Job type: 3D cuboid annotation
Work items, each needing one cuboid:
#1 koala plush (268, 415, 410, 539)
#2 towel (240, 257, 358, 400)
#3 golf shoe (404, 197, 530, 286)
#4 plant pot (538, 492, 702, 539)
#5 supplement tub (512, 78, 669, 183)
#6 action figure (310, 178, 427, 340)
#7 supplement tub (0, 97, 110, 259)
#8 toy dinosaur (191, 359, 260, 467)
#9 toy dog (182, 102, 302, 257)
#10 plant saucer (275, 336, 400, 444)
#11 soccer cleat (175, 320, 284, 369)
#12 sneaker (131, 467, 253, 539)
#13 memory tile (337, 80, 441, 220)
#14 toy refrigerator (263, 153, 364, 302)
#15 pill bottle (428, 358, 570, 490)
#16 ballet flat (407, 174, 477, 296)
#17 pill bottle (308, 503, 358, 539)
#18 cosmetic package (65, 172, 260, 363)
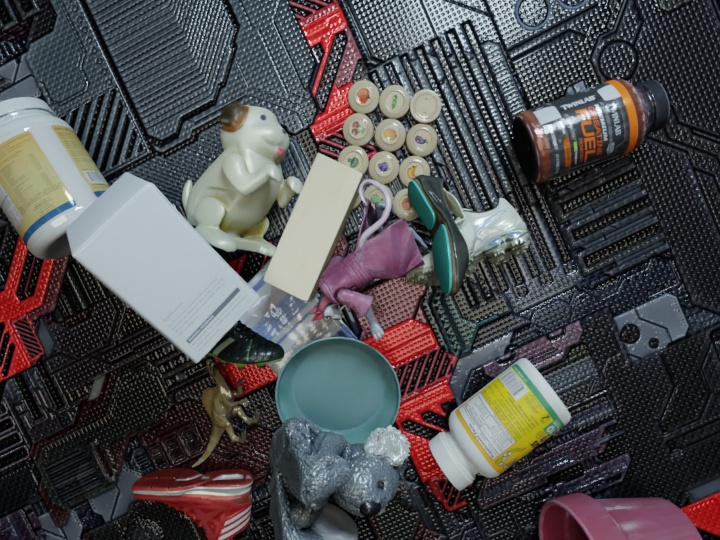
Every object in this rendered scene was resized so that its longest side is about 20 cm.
[{"bbox_3d":[-0.026,0.305,0.772,0.196,0.184,0.181,6,110,-24],"label":"koala plush"},{"bbox_3d":[-0.114,0.090,0.838,0.147,0.024,0.200,-42,92,6],"label":"towel"},{"bbox_3d":[0.155,-0.042,0.801,0.196,0.078,0.099,-20,68,5],"label":"golf shoe"},{"bbox_3d":[0.390,0.424,0.765,0.175,0.200,0.205,-10,94,-12],"label":"plant pot"},{"bbox_3d":[0.329,-0.206,0.748,0.196,0.107,0.109,-19,93,5],"label":"supplement tub"},{"bbox_3d":[0.000,0.000,0.745,0.200,0.150,0.134,-42,51,-7],"label":"action figure"},{"bbox_3d":[-0.470,-0.136,0.779,0.143,0.145,0.202,-33,92,5],"label":"supplement tub"},{"bbox_3d":[-0.221,0.236,0.850,0.099,0.058,0.204,15,108,19],"label":"toy dinosaur"},{"bbox_3d":[-0.172,-0.143,0.782,0.192,0.138,0.203,28,99,37],"label":"toy dog"},{"bbox_3d":[-0.035,0.193,0.822,0.195,0.036,0.204,0,106,0],"label":"plant saucer"},{"bbox_3d":[-0.209,0.098,0.809,0.196,0.067,0.083,10,101,16],"label":"soccer cleat"},{"bbox_3d":[-0.273,0.393,0.846,0.195,0.078,0.118,0,93,4],"label":"sneaker"},{"bbox_3d":[0.041,-0.186,0.811,0.150,0.017,0.204,10,95,2],"label":"memory tile"},{"bbox_3d":[-0.068,-0.062,0.784,0.075,0.070,0.203,23,91,3],"label":"toy refrigerator"},{"bbox_3d":[0.205,0.237,0.788,0.199,0.113,0.113,-39,92,5],"label":"pill bottle"},{"bbox_3d":[0.126,-0.060,0.742,0.067,0.068,0.203,-7,61,-14],"label":"ballet flat"},{"bbox_3d":[-0.083,0.488,0.823,0.111,0.113,0.204,17,95,2],"label":"pill bottle"},{"bbox_3d":[-0.269,-0.011,0.696,0.123,0.198,0.201,-45,121,-14],"label":"cosmetic package"}]
